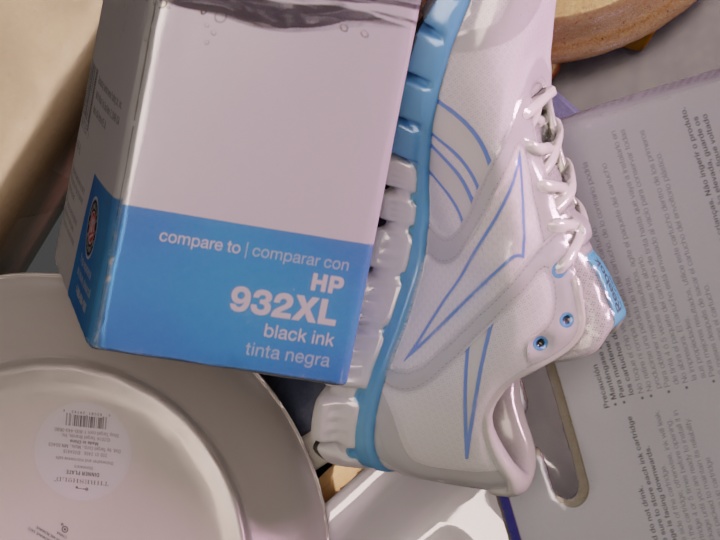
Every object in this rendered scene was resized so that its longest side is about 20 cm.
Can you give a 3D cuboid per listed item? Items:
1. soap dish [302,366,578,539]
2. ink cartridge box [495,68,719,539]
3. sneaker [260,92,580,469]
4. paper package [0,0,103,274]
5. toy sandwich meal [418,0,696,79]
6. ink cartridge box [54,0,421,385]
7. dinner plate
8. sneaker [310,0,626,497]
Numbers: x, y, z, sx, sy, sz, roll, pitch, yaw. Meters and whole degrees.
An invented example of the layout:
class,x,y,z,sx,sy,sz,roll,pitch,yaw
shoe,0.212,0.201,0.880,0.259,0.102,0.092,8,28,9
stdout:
class,x,y,z,sx,sy,sz,roll,pitch,yaw
soap dish,0.048,0.124,0.865,0.200,0.081,0.157,-42,87,3
ink cartridge box,0.133,0.033,0.779,0.200,0.041,0.200,-15,92,27
sneaker,0.000,0.000,0.861,0.200,0.075,0.085,-43,95,12
paper package,-0.194,-0.073,0.873,0.190,0.103,0.200,33,93,4
toy sandwich meal,0.058,-0.159,0.874,0.205,0.070,0.206,0,88,2
ink cartridge box,-0.036,-0.080,0.751,0.084,0.145,0.200,9,99,-12
dinner plate,-0.104,0.098,0.790,0.200,0.024,0.201,4,78,-16
sneaker,0.049,-0.017,0.757,0.087,0.075,0.200,19,115,16
